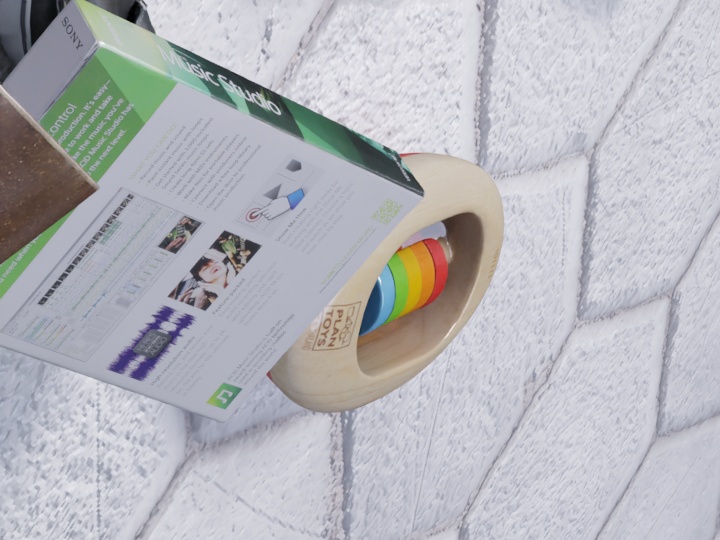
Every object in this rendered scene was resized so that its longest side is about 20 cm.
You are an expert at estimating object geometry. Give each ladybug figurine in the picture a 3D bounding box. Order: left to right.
[{"bbox_3d":[0.000,0.000,1.389,0.200,0.072,0.136,-18,129,-56],"label":"ladybug figurine"}]

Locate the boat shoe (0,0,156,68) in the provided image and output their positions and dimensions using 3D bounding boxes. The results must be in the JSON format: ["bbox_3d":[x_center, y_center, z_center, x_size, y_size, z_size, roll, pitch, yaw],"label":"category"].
[{"bbox_3d":[-0.105,-0.078,1.137,0.069,0.057,0.200,-45,149,-32],"label":"boat shoe"}]

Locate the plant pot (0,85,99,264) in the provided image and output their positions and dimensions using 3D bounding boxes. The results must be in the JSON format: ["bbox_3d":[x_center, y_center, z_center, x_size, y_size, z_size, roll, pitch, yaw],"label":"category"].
[{"bbox_3d":[-0.219,-0.023,0.873,0.200,0.187,0.187,-45,153,-2],"label":"plant pot"}]

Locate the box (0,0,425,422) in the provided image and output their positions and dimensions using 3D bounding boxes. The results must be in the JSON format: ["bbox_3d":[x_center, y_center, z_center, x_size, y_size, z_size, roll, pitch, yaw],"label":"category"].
[{"bbox_3d":[-0.086,-0.019,1.135,0.144,0.036,0.200,-48,139,17],"label":"box"}]
